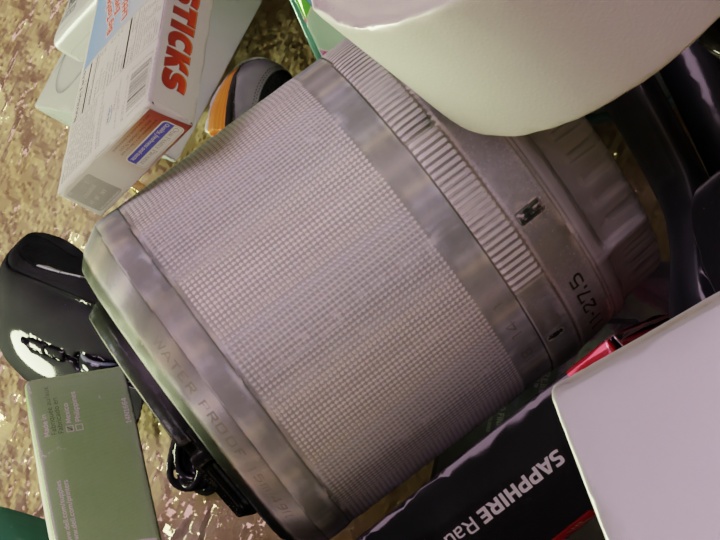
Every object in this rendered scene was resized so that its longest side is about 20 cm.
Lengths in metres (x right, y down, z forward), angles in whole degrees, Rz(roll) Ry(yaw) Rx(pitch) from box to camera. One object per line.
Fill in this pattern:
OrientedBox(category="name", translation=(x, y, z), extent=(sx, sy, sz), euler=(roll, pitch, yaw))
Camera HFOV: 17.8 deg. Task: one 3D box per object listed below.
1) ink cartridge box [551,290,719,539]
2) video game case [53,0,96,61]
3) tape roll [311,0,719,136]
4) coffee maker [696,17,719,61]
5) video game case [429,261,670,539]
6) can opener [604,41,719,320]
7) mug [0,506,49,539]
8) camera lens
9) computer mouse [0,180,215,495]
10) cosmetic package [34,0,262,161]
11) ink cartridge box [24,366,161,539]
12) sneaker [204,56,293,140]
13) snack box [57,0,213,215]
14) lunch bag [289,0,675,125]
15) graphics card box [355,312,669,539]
OrientedBox(category="ink cartridge box", translation=(0.162, 0.105, 0.771), extent=(0.084, 0.200, 0.144), euler=(-31, 59, 21))
OrientedBox(category="video game case", translation=(-0.072, -0.216, 1.105), extent=(0.200, 0.024, 0.182), euler=(-38, 29, 47))
OrientedBox(category="tape roll", translation=(0.071, -0.148, 0.815), extent=(0.202, 0.071, 0.202), euler=(-35, 35, 29))
OrientedBox(category="coffee maker", translation=(0.205, -0.079, 0.838), extent=(0.192, 0.200, 0.135), euler=(-11, 62, 34))
OrientedBox(category="video game case", translation=(0.119, 0.064, 0.961), extent=(0.200, 0.019, 0.143), euler=(-1, 69, 39))
OrientedBox(category="can opener", translation=(0.129, -0.042, 0.858), extent=(0.079, 0.063, 0.200), euler=(-58, 45, 49))
OrientedBox(category="mug", translation=(-0.198, 0.198, 1.076), extent=(0.152, 0.114, 0.185), euler=(20, 85, 45))
OrientedBox(category="camera lens", translation=(0.000, 0.000, 0.937), extent=(0.200, 0.160, 0.160), euler=(-37, 48, -3))
OrientedBox(category="computer mouse", translation=(-0.131, 0.014, 1.120), extent=(0.200, 0.046, 0.140), euler=(35, 126, 43))
OrientedBox(category="cosmetic package", translation=(-0.085, -0.156, 1.168), extent=(0.200, 0.052, 0.151), euler=(-63, 22, -4))
OrientedBox(category="ink cartridge box", translation=(-0.100, 0.155, 0.975), extent=(0.048, 0.200, 0.146), euler=(-10, 54, -10))
OrientedBox(category="sneaker", translation=(-0.016, -0.020, 1.077), extent=(0.077, 0.078, 0.200), euler=(-26, 60, 15))
OrientedBox(category="snack box", translation=(-0.085, -0.119, 0.956), extent=(0.072, 0.024, 0.200), euler=(-40, 33, 41))
OrientedBox(category="lunch bag", translation=(0.058, -0.135, 1.017), extent=(0.200, 0.160, 0.077), euler=(0, 39, 40))
OrientedBox(category="graphics card box", translation=(0.049, 0.098, 0.900), extent=(0.200, 0.125, 0.051), euler=(-39, 82, 16))
